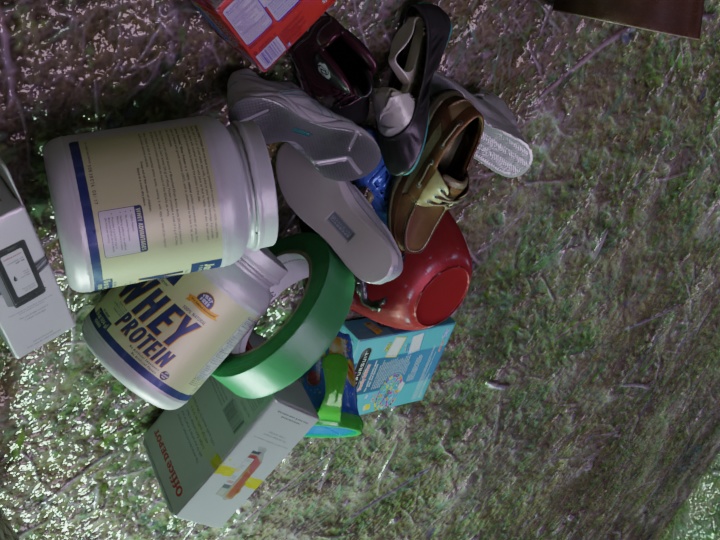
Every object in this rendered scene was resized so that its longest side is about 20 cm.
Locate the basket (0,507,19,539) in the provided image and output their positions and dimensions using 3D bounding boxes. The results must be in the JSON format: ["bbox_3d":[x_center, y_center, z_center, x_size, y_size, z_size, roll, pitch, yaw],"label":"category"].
[{"bbox_3d":[-0.461,0.400,1.170,0.160,0.198,0.201,3,121,-49],"label":"basket"}]

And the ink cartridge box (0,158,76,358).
[{"bbox_3d":[-0.338,-0.032,0.963,0.068,0.116,0.201,-30,139,-21],"label":"ink cartridge box"}]

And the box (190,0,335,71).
[{"bbox_3d":[-0.069,-0.305,1.002,0.200,0.095,0.100,-46,145,-3],"label":"box"}]

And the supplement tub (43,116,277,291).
[{"bbox_3d":[-0.190,-0.067,1.007,0.198,0.145,0.146,-11,133,-16],"label":"supplement tub"}]

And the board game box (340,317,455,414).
[{"bbox_3d":[0.035,0.136,1.561,0.199,0.047,0.152,-7,128,-42],"label":"board game box"}]

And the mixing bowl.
[{"bbox_3d":[0.079,0.005,1.435,0.199,0.108,0.201,-28,140,-27],"label":"mixing bowl"}]

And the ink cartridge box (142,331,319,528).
[{"bbox_3d":[-0.164,0.193,1.304,0.200,0.145,0.083,-48,134,13],"label":"ink cartridge box"}]

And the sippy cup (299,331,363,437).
[{"bbox_3d":[-0.062,0.146,1.384,0.139,0.177,0.132,22,66,-51],"label":"sippy cup"}]

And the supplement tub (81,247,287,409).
[{"bbox_3d":[-0.189,0.035,1.153,0.200,0.145,0.145,-48,144,1],"label":"supplement tub"}]

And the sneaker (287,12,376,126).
[{"bbox_3d":[-0.018,-0.198,1.137,0.076,0.115,0.200,-43,144,-5],"label":"sneaker"}]

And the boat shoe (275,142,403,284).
[{"bbox_3d":[-0.020,-0.068,1.204,0.072,0.200,0.068,-47,164,11],"label":"boat shoe"}]

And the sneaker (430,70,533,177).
[{"bbox_3d":[0.123,-0.200,1.320,0.199,0.116,0.074,34,113,-19],"label":"sneaker"}]

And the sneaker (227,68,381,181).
[{"bbox_3d":[-0.057,-0.161,1.129,0.199,0.081,0.070,23,124,-37],"label":"sneaker"}]

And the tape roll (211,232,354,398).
[{"bbox_3d":[-0.097,0.050,1.213,0.201,0.200,0.048,-47,120,-1],"label":"tape roll"}]

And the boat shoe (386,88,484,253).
[{"bbox_3d":[0.090,-0.109,1.243,0.075,0.074,0.202,-4,120,-39],"label":"boat shoe"}]

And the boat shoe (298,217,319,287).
[{"bbox_3d":[-0.026,-0.018,1.333,0.075,0.075,0.203,-29,140,-26],"label":"boat shoe"}]

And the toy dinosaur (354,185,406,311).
[{"bbox_3d":[0.000,0.000,1.269,0.047,0.087,0.202,-33,144,-73],"label":"toy dinosaur"}]

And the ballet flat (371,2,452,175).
[{"bbox_3d":[0.048,-0.212,1.205,0.068,0.068,0.202,20,81,-45],"label":"ballet flat"}]

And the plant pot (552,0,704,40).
[{"bbox_3d":[0.349,-0.403,1.297,0.186,0.186,0.202,-5,112,-43],"label":"plant pot"}]

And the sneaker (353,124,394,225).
[{"bbox_3d":[0.030,-0.104,1.285,0.066,0.079,0.200,-37,151,-4],"label":"sneaker"}]
